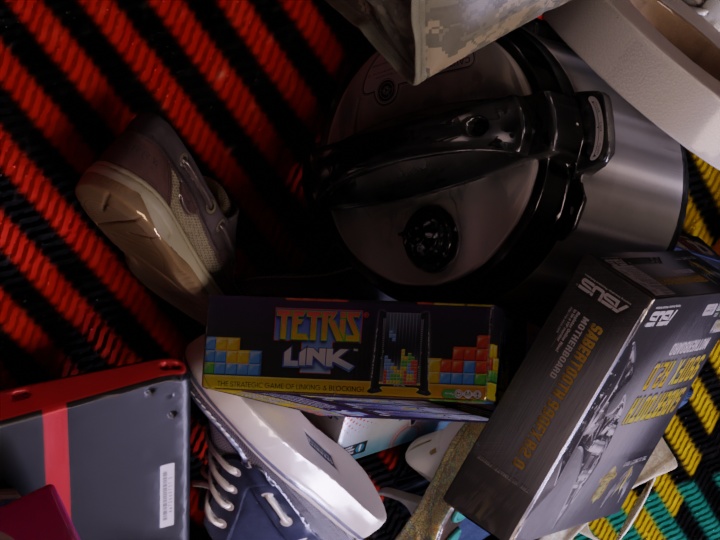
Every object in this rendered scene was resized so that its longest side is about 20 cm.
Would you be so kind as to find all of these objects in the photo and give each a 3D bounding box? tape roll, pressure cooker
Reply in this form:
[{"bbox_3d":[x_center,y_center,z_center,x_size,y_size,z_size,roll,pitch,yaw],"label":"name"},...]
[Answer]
[{"bbox_3d":[0.181,-0.123,1.676,0.037,0.203,0.202,-51,146,17],"label":"tape roll"},{"bbox_3d":[0.076,-0.057,1.651,0.200,0.179,0.176,10,118,-52],"label":"pressure cooker"}]

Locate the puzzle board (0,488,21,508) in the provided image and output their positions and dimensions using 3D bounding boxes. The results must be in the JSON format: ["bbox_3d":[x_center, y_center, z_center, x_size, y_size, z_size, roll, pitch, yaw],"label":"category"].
[{"bbox_3d":[-0.284,0.206,1.639,0.150,0.017,0.201,-2,130,-29],"label":"puzzle board"}]

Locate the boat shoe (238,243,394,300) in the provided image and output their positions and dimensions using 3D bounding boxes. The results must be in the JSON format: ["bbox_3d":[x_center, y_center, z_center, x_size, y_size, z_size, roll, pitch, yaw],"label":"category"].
[{"bbox_3d":[0.000,0.000,1.754,0.199,0.073,0.063,-3,84,-38],"label":"boat shoe"}]

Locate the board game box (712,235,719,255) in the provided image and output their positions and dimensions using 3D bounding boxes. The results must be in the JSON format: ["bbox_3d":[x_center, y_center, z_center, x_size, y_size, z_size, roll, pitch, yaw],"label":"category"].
[{"bbox_3d":[0.402,-0.017,2.017,0.199,0.200,0.200,-2,126,-46],"label":"board game box"}]

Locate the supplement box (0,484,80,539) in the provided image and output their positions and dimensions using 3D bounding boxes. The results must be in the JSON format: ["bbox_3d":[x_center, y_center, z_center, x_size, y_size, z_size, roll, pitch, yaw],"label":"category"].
[{"bbox_3d":[-0.232,0.221,1.596,0.199,0.101,0.104,-26,137,-5],"label":"supplement box"}]

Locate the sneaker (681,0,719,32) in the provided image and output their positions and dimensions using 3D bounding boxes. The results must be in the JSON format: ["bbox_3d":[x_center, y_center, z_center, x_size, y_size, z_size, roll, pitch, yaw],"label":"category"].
[{"bbox_3d":[0.221,-0.170,1.789,0.092,0.076,0.201,-21,137,-26],"label":"sneaker"}]

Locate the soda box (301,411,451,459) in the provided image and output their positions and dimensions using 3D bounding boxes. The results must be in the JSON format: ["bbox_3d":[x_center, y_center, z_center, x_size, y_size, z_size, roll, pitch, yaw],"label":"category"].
[{"bbox_3d":[0.046,0.059,1.837,0.199,0.064,0.069,-15,135,-37],"label":"soda box"}]

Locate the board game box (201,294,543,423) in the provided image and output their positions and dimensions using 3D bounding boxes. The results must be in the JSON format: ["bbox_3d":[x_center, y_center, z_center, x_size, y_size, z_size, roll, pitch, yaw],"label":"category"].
[{"bbox_3d":[0.021,0.052,1.630,0.200,0.165,0.057,23,71,-72],"label":"board game box"}]

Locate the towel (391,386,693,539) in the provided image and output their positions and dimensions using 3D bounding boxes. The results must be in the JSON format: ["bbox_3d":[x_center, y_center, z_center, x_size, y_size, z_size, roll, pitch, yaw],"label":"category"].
[{"bbox_3d":[0.120,0.114,1.889,0.200,0.049,0.112,-35,161,13],"label":"towel"}]

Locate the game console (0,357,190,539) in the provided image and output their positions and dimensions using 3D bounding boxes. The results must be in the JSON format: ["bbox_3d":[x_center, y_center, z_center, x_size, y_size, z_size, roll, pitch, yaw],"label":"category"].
[{"bbox_3d":[-0.184,0.140,1.669,0.176,0.031,0.201,-15,136,-19],"label":"game console"}]

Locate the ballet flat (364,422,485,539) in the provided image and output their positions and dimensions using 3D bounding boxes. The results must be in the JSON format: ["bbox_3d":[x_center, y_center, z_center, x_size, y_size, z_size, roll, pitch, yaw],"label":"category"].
[{"bbox_3d":[0.045,0.145,1.817,0.071,0.071,0.200,4,123,-48],"label":"ballet flat"}]

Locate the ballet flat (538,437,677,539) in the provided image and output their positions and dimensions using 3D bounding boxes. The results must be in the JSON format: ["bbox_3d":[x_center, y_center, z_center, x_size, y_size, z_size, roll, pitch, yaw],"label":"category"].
[{"bbox_3d":[0.149,0.190,2.064,0.200,0.062,0.067,-46,-177,-1],"label":"ballet flat"}]

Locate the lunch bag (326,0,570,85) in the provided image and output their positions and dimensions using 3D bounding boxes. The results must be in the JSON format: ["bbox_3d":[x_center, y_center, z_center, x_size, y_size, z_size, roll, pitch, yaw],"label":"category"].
[{"bbox_3d":[0.062,-0.225,1.523,0.164,0.118,0.200,-29,146,-23],"label":"lunch bag"}]

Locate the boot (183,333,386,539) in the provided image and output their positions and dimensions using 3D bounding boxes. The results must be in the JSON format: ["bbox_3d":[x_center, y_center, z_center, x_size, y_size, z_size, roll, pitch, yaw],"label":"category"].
[{"bbox_3d":[-0.070,0.120,1.716,0.090,0.073,0.200,-32,132,12],"label":"boot"}]

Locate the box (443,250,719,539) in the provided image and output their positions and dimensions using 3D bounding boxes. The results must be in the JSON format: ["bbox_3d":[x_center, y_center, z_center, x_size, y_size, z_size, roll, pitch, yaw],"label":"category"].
[{"bbox_3d":[0.135,0.067,1.603,0.159,0.048,0.200,-61,161,11],"label":"box"}]

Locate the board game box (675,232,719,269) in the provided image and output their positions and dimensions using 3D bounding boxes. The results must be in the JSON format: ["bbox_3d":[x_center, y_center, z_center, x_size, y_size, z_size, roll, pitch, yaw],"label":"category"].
[{"bbox_3d":[0.153,0.056,1.972,0.135,0.035,0.200,13,115,-51],"label":"board game box"}]

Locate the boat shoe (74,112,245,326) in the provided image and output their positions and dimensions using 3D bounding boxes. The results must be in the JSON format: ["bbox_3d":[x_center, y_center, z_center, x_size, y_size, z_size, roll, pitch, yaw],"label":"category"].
[{"bbox_3d":[-0.097,-0.023,1.595,0.065,0.072,0.200,-57,154,-12],"label":"boat shoe"}]
